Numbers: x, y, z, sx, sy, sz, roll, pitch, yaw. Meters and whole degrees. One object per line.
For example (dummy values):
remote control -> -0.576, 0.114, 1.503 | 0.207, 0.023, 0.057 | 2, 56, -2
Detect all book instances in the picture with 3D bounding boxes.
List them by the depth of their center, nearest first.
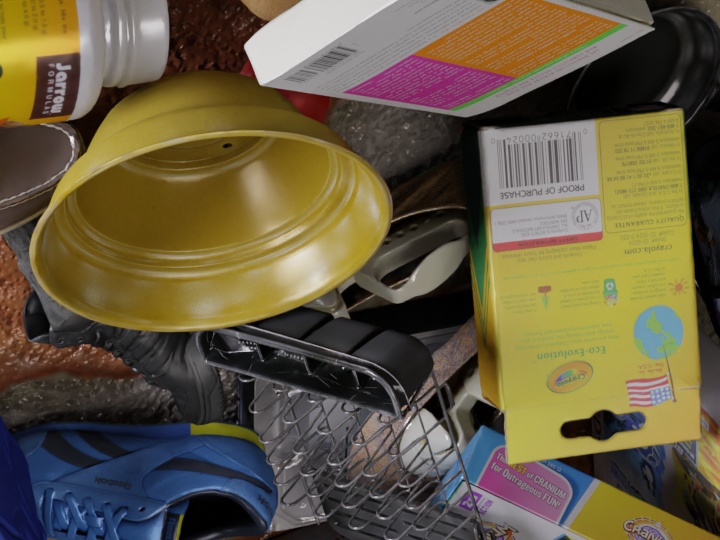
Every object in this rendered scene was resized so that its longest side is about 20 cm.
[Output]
book -> 0.049, -0.129, 1.569 | 0.133, 0.048, 0.200 | -30, 161, 29

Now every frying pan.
frying pan -> 0.200, -0.122, 1.794 | 0.189, 0.031, 0.115 | -15, 135, -29

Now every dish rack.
dish rack -> -0.002, 0.108, 1.729 | 0.055, 0.153, 0.200 | -43, 131, -32

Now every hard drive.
hard drive -> 0.020, 0.087, 1.862 | 0.199, 0.038, 0.140 | -10, 127, -17

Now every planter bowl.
planter bowl -> -0.086, -0.052, 1.623 | 0.200, 0.084, 0.201 | -8, 149, -5

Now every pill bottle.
pill bottle -> -0.206, -0.127, 1.550 | 0.199, 0.109, 0.110 | -8, 127, -19

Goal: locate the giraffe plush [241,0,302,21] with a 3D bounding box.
giraffe plush -> -0.020, -0.199, 1.572 | 0.200, 0.173, 0.162 | -7, 143, -52

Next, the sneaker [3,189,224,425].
sneaker -> -0.151, 0.021, 1.721 | 0.104, 0.060, 0.200 | -22, 125, -11

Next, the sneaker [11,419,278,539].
sneaker -> -0.149, 0.138, 1.777 | 0.199, 0.079, 0.066 | -3, 128, -5

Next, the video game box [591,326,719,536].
video game box -> 0.208, 0.120, 1.864 | 0.047, 0.200, 0.183 | -22, 130, -15

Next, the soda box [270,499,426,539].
soda box -> -0.033, 0.212, 1.911 | 0.199, 0.064, 0.069 | -20, 130, -11

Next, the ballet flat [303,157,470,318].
ballet flat -> 0.000, 0.000, 1.764 | 0.199, 0.072, 0.068 | -24, 132, -7

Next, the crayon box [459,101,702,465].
crayon box -> 0.131, 0.006, 1.738 | 0.126, 0.051, 0.201 | -6, 98, -11

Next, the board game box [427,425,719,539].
board game box -> 0.135, 0.182, 1.802 | 0.199, 0.040, 0.153 | 26, 148, -4

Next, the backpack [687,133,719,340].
backpack -> 0.302, -0.003, 1.807 | 0.199, 0.154, 0.191 | -19, 108, -25

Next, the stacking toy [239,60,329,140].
stacking toy -> 0.014, -0.143, 1.666 | 0.200, 0.085, 0.085 | -34, 131, 8

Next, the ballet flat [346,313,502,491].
ballet flat -> 0.067, 0.076, 1.806 | 0.068, 0.067, 0.200 | 27, 110, -36

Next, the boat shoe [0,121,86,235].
boat shoe -> -0.243, -0.050, 1.608 | 0.199, 0.072, 0.060 | -11, 172, -14

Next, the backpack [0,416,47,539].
backpack -> -0.282, 0.179, 1.694 | 0.199, 0.163, 0.168 | -25, 121, 4
